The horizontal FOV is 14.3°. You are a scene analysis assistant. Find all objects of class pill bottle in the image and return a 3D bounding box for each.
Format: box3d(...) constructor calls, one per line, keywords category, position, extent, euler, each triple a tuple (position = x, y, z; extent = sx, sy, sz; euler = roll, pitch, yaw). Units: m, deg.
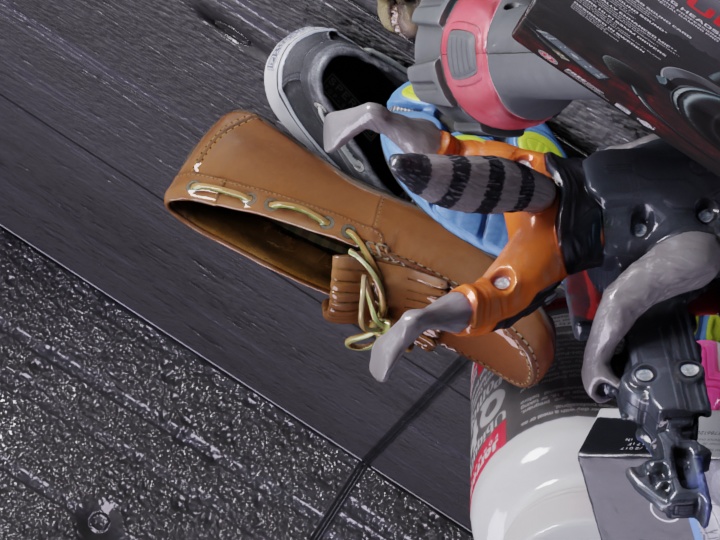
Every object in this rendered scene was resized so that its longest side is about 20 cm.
box3d(category="pill bottle", position=(0.109, 0.102, 1.426), extent=(0.111, 0.111, 0.200), euler=(36, -156, -16))

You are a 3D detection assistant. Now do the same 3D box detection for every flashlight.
box3d(category="flashlight", position=(0.088, -0.081, 1.047), extent=(0.068, 0.068, 0.200), euler=(42, 165, -23))

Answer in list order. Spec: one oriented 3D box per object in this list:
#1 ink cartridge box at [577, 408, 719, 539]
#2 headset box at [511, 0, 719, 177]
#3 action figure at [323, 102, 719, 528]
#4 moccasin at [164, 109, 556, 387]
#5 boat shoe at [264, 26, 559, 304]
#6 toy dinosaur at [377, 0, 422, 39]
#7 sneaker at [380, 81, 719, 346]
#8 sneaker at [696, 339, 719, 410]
box3d(category="ink cartridge box", position=(0.167, 0.150, 1.265), extent=(0.099, 0.039, 0.200), euler=(-2, 125, 28))
box3d(category="headset box", position=(0.135, -0.075, 0.831), extent=(0.149, 0.077, 0.200), euler=(33, 173, -1))
box3d(category="action figure", position=(0.097, 0.001, 1.155), extent=(0.105, 0.193, 0.200), euler=(107, 154, -46))
box3d(category="moccasin", position=(0.000, -0.001, 1.365), extent=(0.201, 0.078, 0.074), euler=(33, 150, 3))
box3d(category="boat shoe", position=(0.039, -0.046, 1.411), extent=(0.200, 0.072, 0.068), euler=(45, 169, -24))
box3d(category="toy dinosaur", position=(-0.046, -0.163, 1.122), extent=(0.088, 0.048, 0.200), euler=(2, 151, 46))
box3d(category="sneaker", position=(0.093, -0.018, 1.339), extent=(0.199, 0.071, 0.083), euler=(31, 166, -3))
box3d(category="sneaker", position=(0.202, 0.077, 1.286), extent=(0.200, 0.081, 0.088), euler=(-12, 149, 43))
